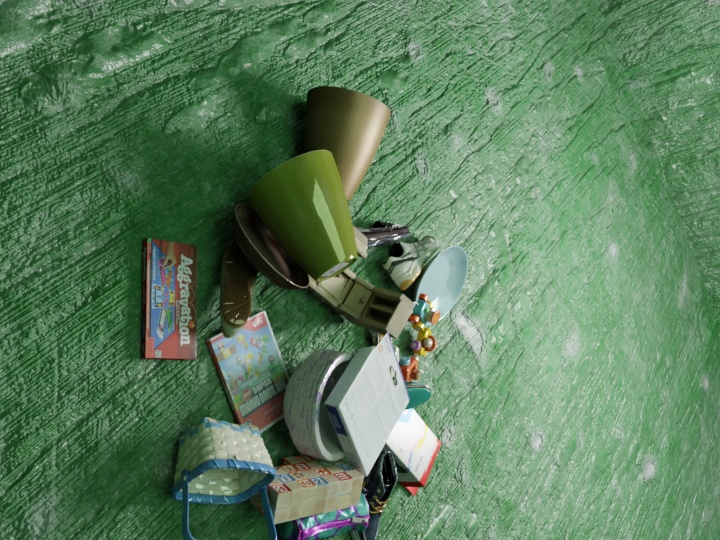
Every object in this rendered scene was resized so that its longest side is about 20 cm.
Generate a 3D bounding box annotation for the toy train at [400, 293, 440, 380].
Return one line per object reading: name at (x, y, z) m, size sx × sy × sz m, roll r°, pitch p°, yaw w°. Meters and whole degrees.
toy train at (0.134, 0.159, 1.689) m, size 0.150 × 0.054 × 0.206 m, roll -30°, pitch 128°, yaw -57°

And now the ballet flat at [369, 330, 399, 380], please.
ballet flat at (0.056, 0.156, 1.645) m, size 0.071 × 0.071 × 0.206 m, roll 11°, pitch 73°, yaw -43°

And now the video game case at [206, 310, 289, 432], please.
video game case at (-0.200, 0.196, 1.411) m, size 0.142 × 0.017 × 0.205 m, roll -27°, pitch 100°, yaw -45°

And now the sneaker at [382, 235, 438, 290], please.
sneaker at (0.118, -0.042, 1.749) m, size 0.087 × 0.076 × 0.200 m, roll 42°, pitch 37°, yaw -1°

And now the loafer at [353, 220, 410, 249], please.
loafer at (0.038, -0.086, 1.682) m, size 0.197 × 0.071 × 0.065 m, roll -17°, pitch 88°, yaw -43°

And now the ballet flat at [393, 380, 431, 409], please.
ballet flat at (0.053, 0.264, 1.578) m, size 0.195 × 0.074 × 0.076 m, roll -13°, pitch 90°, yaw -20°

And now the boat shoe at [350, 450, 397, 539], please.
boat shoe at (0.027, 0.469, 1.531) m, size 0.070 × 0.090 × 0.206 m, roll 8°, pitch 75°, yaw -43°

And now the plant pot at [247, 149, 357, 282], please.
plant pot at (-0.089, -0.089, 1.424) m, size 0.185 × 0.186 × 0.203 m, roll -19°, pitch 78°, yaw -45°

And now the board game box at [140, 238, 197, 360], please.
board game box at (-0.332, 0.052, 1.307) m, size 0.101 × 0.019 × 0.206 m, roll 9°, pitch 75°, yaw -46°

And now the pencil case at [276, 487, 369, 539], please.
pencil case at (-0.070, 0.472, 1.431) m, size 0.197 × 0.091 × 0.088 m, roll 2°, pitch 97°, yaw -43°

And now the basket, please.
basket at (-0.222, 0.361, 1.250) m, size 0.174 × 0.139 × 0.203 m, roll 24°, pitch 35°, yaw -39°

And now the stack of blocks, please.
stack of blocks at (-0.105, 0.396, 1.385) m, size 0.196 × 0.114 × 0.060 m, roll 2°, pitch 103°, yaw -41°

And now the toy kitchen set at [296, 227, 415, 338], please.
toy kitchen set at (0.000, 0.000, 1.511) m, size 0.199 × 0.179 × 0.166 m, roll 39°, pitch 76°, yaw -32°

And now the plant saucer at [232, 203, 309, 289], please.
plant saucer at (-0.173, -0.037, 1.404) m, size 0.201 × 0.034 × 0.201 m, roll 48°, pitch 11°, yaw -12°

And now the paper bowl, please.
paper bowl at (-0.074, 0.254, 1.441) m, size 0.199 × 0.102 × 0.207 m, roll -19°, pitch 112°, yaw -59°

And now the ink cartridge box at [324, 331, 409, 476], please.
ink cartridge box at (0.017, 0.255, 1.455) m, size 0.201 × 0.040 × 0.203 m, roll -52°, pitch 136°, yaw -39°

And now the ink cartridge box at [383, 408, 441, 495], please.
ink cartridge box at (0.106, 0.390, 1.645) m, size 0.201 × 0.066 × 0.117 m, roll 51°, pitch 49°, yaw -25°

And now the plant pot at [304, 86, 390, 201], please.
plant pot at (-0.046, -0.253, 1.575) m, size 0.184 × 0.184 × 0.206 m, roll 18°, pitch 83°, yaw -41°

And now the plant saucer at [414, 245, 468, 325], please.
plant saucer at (0.182, 0.030, 1.782) m, size 0.199 × 0.038 × 0.205 m, roll -30°, pitch 133°, yaw -37°

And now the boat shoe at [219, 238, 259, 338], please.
boat shoe at (-0.230, 0.027, 1.383) m, size 0.072 × 0.063 × 0.204 m, roll 19°, pitch 48°, yaw -16°
